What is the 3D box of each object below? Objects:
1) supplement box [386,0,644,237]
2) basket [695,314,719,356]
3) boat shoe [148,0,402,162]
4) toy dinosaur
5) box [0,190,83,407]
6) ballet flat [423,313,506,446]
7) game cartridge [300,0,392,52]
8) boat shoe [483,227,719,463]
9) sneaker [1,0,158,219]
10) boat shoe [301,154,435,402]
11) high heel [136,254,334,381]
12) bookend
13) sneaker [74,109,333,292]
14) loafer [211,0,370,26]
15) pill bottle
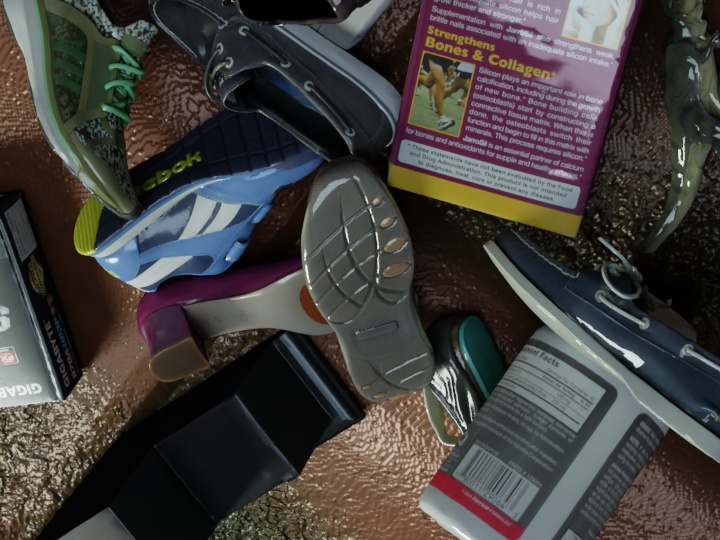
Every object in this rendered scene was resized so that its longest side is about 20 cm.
[{"bbox_3d":[0.103,-0.142,0.958,0.130,0.103,0.202,17,119,7],"label":"supplement box"},{"bbox_3d":[0.328,0.090,0.958,0.200,0.143,0.149,39,121,-24],"label":"basket"},{"bbox_3d":[-0.067,-0.129,1.011,0.199,0.066,0.070,34,146,8],"label":"boat shoe"},{"bbox_3d":[0.226,-0.098,0.978,0.087,0.047,0.202,12,118,26],"label":"toy dinosaur"},{"bbox_3d":[-0.330,0.032,1.190,0.198,0.046,0.160,-7,112,18],"label":"box"},{"bbox_3d":[0.096,0.124,1.111,0.068,0.068,0.201,-24,96,34],"label":"ballet flat"},{"bbox_3d":[-0.029,-0.207,0.939,0.129,0.039,0.200,36,160,-7],"label":"game cartridge"},{"bbox_3d":[0.159,0.031,0.934,0.062,0.075,0.200,-50,59,3],"label":"boat shoe"},{"bbox_3d":[-0.174,-0.134,1.031,0.088,0.077,0.202,-22,83,7],"label":"sneaker"},{"bbox_3d":[0.000,0.000,1.027,0.074,0.074,0.201,-13,131,-1],"label":"boat shoe"},{"bbox_3d":[-0.070,0.007,1.115,0.198,0.096,0.068,-19,128,0],"label":"high heel"},{"bbox_3d":[-0.120,0.159,1.106,0.199,0.199,0.092,-34,101,25],"label":"bookend"},{"bbox_3d":[-0.100,-0.050,1.076,0.199,0.074,0.082,-25,131,16],"label":"sneaker"},{"bbox_3d":[-0.052,-0.175,0.907,0.199,0.063,0.072,9,144,52],"label":"loafer"},{"bbox_3d":[0.137,0.106,1.021,0.110,0.111,0.201,37,84,-4],"label":"pill bottle"}]
